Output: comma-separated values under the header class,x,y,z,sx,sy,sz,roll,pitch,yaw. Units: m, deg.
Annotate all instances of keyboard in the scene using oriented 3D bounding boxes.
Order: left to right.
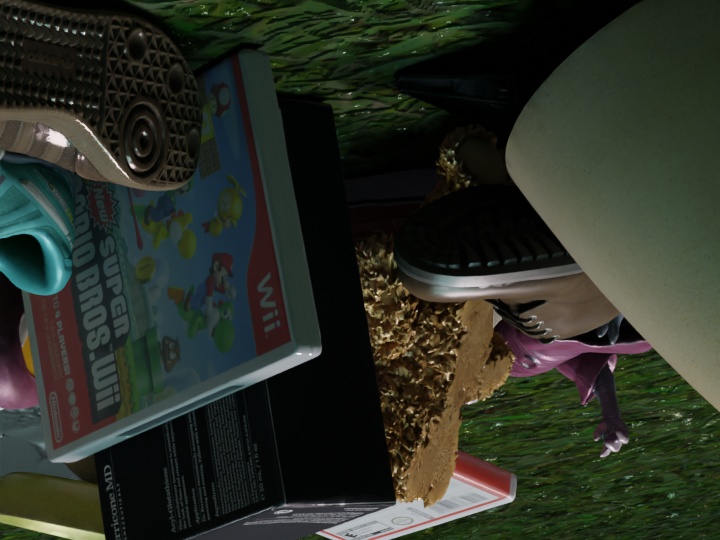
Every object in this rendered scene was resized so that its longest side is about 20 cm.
class,x,y,z,sx,sy,sz,roll,pitch,yaw
keyboard,0.107,-0.083,1.269,0.103,0.040,0.200,9,178,31

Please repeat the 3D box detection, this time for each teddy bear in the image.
class,x,y,z,sx,sy,sz,roll,pitch,yaw
teddy bear,0.037,0.020,1.323,0.066,0.201,0.145,21,-164,28

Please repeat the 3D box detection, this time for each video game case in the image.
class,x,y,z,sx,sy,sz,roll,pitch,yaw
video game case,-0.098,-0.002,1.196,0.017,0.144,0.199,2,162,-42
video game case,-0.029,0.110,1.467,0.199,0.018,0.143,25,148,-35

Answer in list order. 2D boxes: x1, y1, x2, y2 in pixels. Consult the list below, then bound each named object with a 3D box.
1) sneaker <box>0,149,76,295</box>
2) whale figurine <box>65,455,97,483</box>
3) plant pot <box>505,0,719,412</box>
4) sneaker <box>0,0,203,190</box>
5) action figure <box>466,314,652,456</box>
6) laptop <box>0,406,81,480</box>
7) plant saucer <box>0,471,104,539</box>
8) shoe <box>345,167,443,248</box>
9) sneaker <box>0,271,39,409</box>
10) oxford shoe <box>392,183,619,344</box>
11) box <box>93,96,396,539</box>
class,x,y,z,sx,sy,sz,roll,pitch,yaw
sneaker,-0.197,-0.033,1.147,0.077,0.080,0.199,-19,162,34
whale figurine,-0.112,0.050,1.521,0.158,0.104,0.201,9,137,-15
plant pot,0.191,-0.010,1.140,0.186,0.201,0.188,-23,157,-10
sneaker,-0.141,-0.081,1.066,0.075,0.071,0.200,4,170,30
action figure,0.103,0.024,1.463,0.133,0.150,0.200,14,160,-25
laptop,-0.279,0.113,1.784,0.176,0.104,0.201,-10,140,0
plant saucer,-0.140,0.153,1.542,0.198,0.031,0.200,11,171,2
shoe,0.000,0.000,1.369,0.199,0.092,0.071,-4,164,-21
sneaker,-0.140,0.022,1.334,0.089,0.076,0.200,-8,-169,17
oxford shoe,0.089,0.004,1.261,0.199,0.073,0.085,-4,126,-43
box,-0.068,0.032,1.233,0.079,0.202,0.141,5,160,-44
